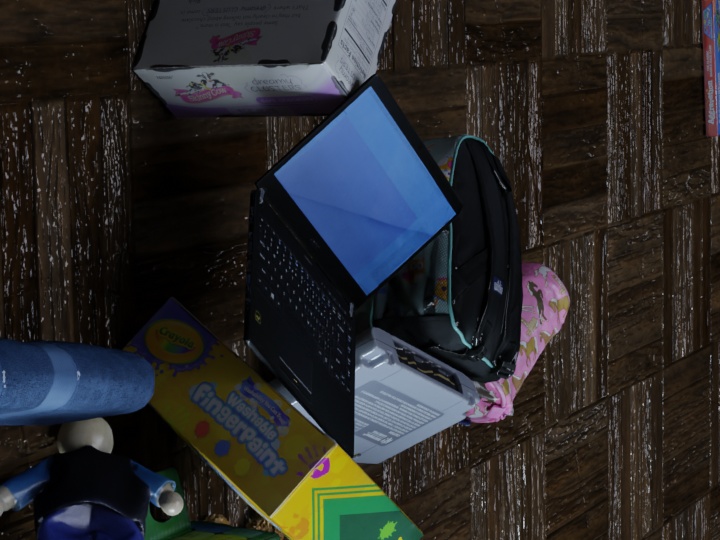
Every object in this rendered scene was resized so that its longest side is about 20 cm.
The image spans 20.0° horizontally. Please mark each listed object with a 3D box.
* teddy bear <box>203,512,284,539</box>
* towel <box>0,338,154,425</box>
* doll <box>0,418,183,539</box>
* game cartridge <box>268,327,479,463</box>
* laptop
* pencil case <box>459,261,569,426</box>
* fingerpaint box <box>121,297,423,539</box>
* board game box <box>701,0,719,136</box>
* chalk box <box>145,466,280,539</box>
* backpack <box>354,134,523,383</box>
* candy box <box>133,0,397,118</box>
[{"bbox_3d":[-0.066,0.265,1.652,0.201,0.066,0.146,67,34,-41],"label":"teddy bear"},{"bbox_3d":[-0.222,0.068,1.280,0.200,0.111,0.049,10,73,-62],"label":"towel"},{"bbox_3d":[-0.185,0.165,1.357,0.201,0.135,0.049,-98,-165,-51],"label":"doll"},{"bbox_3d":[0.003,0.110,1.707,0.200,0.133,0.041,31,31,-58],"label":"game cartridge"},{"bbox_3d":[0.000,0.000,1.468,0.177,0.102,0.202,52,31,-48],"label":"laptop"},{"bbox_3d":[0.141,0.070,2.025,0.200,0.082,0.087,-53,137,-49],"label":"pencil case"},{"bbox_3d":[-0.069,0.132,1.489,0.073,0.200,0.167,-47,143,-6],"label":"fingerpaint box"},{"bbox_3d":[0.480,-0.287,2.724,0.103,0.019,0.202,-27,116,-61],"label":"board game box"},{"bbox_3d":[-0.134,0.246,1.455,0.125,0.123,0.202,-13,104,-62],"label":"chalk box"},{"bbox_3d":[0.063,-0.015,1.784,0.176,0.152,0.202,30,64,-60],"label":"backpack"},{"bbox_3d":[-0.058,-0.215,1.516,0.072,0.166,0.202,49,51,-51],"label":"candy box"}]
